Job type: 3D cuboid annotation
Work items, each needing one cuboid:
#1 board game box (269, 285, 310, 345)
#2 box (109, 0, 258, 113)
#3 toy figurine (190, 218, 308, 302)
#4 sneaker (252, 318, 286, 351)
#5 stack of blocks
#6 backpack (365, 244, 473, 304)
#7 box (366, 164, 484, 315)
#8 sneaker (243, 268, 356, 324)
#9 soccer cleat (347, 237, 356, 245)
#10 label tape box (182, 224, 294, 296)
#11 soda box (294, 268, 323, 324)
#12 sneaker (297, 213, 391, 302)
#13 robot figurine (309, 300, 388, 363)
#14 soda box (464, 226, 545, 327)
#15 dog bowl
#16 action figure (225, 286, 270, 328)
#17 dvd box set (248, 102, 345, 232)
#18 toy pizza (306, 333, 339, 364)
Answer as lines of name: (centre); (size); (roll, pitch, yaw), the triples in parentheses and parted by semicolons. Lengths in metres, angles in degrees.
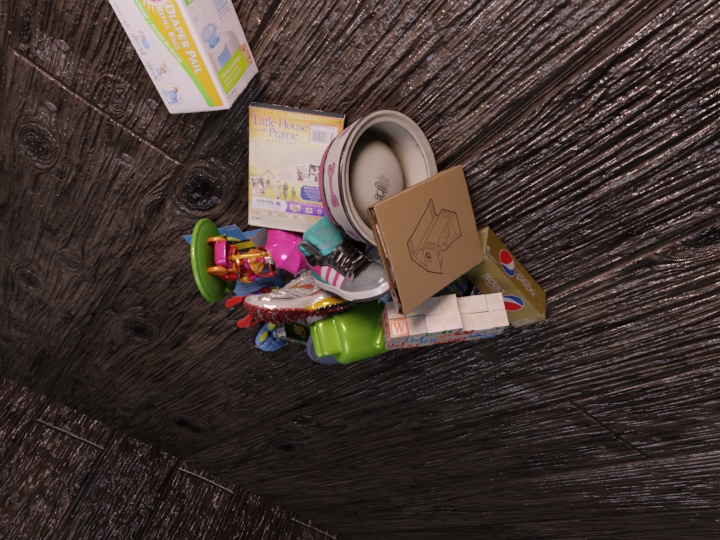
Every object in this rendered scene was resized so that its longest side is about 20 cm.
board game box: (-0.143, 0.100, 1.096); (0.023, 0.105, 0.200); (-11, 167, 8)
box: (-0.233, -0.326, 0.682); (0.101, 0.113, 0.200); (2, 137, 20)
toy figurine: (-0.177, -0.021, 0.934); (0.184, 0.150, 0.200); (-6, 165, 5)
sneaker: (-0.195, 0.111, 1.117); (0.083, 0.200, 0.071); (-15, 116, 12)
stack of blocks: (0.140, 0.084, 0.870); (0.200, 0.059, 0.115); (-6, 161, -4)
backpack: (0.090, 0.001, 0.902); (0.163, 0.154, 0.200); (-9, 134, 27)
box: (0.105, -0.050, 0.769); (0.021, 0.200, 0.164); (2, 115, 49)
sneaker: (-0.109, 0.044, 0.925); (0.200, 0.082, 0.078); (-7, 158, -20)
soccer cleat: (-0.100, -0.088, 0.951); (0.200, 0.065, 0.084); (30, 143, -14)
label tape box: (-0.245, -0.034, 1.074); (0.144, 0.063, 0.200); (-8, 135, 27)
soda box: (-0.088, 0.040, 1.099); (0.068, 0.064, 0.200); (8, 140, 13)
sneaker: (-0.030, -0.027, 0.804); (0.200, 0.084, 0.121); (11, 135, 52)
robot figurine: (0.005, 0.112, 1.013); (0.200, 0.116, 0.175); (-12, 171, -23)
soda box: (0.254, 0.016, 0.926); (0.064, 0.068, 0.200); (-23, 126, 39)
dog bowl: (0.024, -0.128, 0.758); (0.074, 0.200, 0.200); (4, 143, 47)
action figure: (-0.223, 0.078, 1.017); (0.099, 0.200, 0.065); (-29, 89, 12)
dvd box set: (-0.106, -0.158, 0.829); (0.146, 0.029, 0.200); (7, 121, -1)
toy pizza: (-0.029, 0.134, 1.143); (0.200, 0.032, 0.200); (-19, 141, -17)
